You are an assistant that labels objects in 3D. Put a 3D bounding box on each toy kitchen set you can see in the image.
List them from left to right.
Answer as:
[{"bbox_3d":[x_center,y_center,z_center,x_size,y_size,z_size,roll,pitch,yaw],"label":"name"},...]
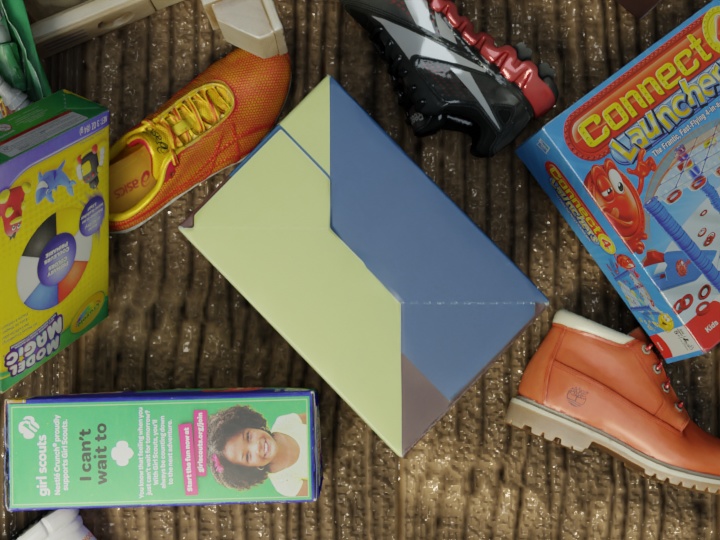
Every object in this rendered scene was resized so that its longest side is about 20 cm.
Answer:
[{"bbox_3d":[-0.161,-0.199,0.806,0.179,0.200,0.165,-22,88,-2],"label":"toy kitchen set"}]

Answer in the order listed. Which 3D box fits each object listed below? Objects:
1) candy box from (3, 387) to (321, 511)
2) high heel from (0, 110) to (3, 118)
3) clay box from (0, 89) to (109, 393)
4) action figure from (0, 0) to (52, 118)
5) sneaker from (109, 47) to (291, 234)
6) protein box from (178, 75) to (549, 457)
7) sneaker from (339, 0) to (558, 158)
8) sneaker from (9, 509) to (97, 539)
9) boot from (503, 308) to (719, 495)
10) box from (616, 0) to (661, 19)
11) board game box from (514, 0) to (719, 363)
[{"bbox_3d":[-0.127,0.121,0.810,0.198,0.169,0.078,-3,84,-2],"label":"candy box"},{"bbox_3d":[-0.362,-0.105,0.858,0.199,0.071,0.143,34,81,-9],"label":"high heel"},{"bbox_3d":[-0.223,-0.008,0.796,0.047,0.115,0.202,22,126,21],"label":"clay box"},{"bbox_3d":[-0.250,-0.141,0.830,0.054,0.118,0.202,-24,104,-21],"label":"action figure"},{"bbox_3d":[-0.127,-0.097,0.866,0.200,0.077,0.073,-44,88,-5],"label":"sneaker"},{"bbox_3d":[0.000,0.000,0.803,0.135,0.200,0.199,-45,90,-3],"label":"protein box"},{"bbox_3d":[0.048,-0.158,0.876,0.200,0.071,0.098,37,85,-1],"label":"sneaker"},{"bbox_3d":[-0.269,0.257,0.849,0.199,0.074,0.080,-38,94,-1],"label":"sneaker"},{"bbox_3d":[0.218,0.102,0.873,0.198,0.075,0.108,22,82,0],"label":"boot"},{"bbox_3d":[0.176,-0.298,0.886,0.200,0.075,0.100,41,87,2],"label":"box"},{"bbox_3d":[0.251,-0.071,0.865,0.199,0.056,0.196,-37,90,-17],"label":"board game box"}]
